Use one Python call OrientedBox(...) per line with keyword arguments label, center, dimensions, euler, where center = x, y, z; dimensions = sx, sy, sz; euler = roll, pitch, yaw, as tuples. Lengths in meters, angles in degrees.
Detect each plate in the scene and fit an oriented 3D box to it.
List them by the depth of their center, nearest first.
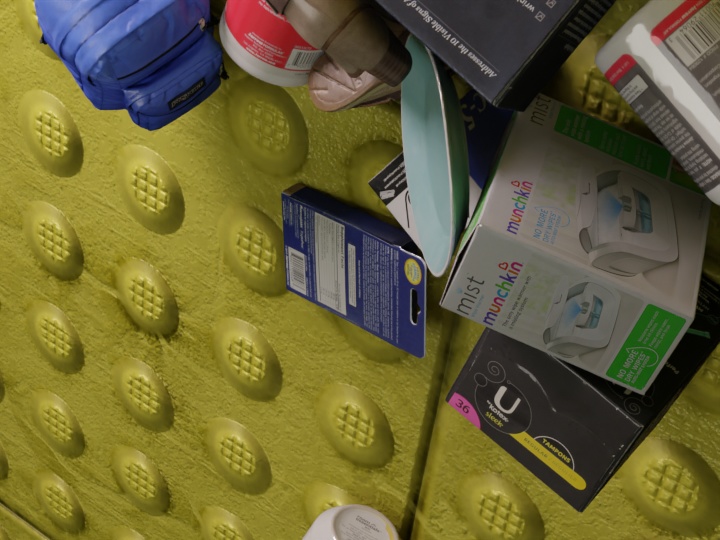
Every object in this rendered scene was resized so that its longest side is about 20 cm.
OrientedBox(label="plate", center=(0.063, -0.095, 1.136), dimensions=(0.200, 0.025, 0.202), euler=(173, 90, -82))

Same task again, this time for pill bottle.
OrientedBox(label="pill bottle", center=(0.279, -0.120, 1.041), dimensions=(0.200, 0.111, 0.111), euler=(50, 137, 3))
OrientedBox(label="pill bottle", center=(-0.046, -0.270, 1.236), dimensions=(0.112, 0.112, 0.200), euler=(42, 136, 11))

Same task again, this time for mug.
OrientedBox(label="mug", center=(-0.003, 0.352, 1.609), dimensions=(0.150, 0.185, 0.154), euler=(60, 139, 43))

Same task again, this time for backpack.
OrientedBox(label="backpack", center=(-0.207, -0.235, 1.320), dimensions=(0.168, 0.162, 0.200), euler=(48, 171, 3))

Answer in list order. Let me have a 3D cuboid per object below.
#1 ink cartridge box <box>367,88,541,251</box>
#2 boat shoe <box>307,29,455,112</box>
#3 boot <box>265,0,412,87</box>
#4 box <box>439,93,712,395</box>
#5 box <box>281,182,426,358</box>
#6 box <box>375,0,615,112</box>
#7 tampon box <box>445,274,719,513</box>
OrientedBox(label="ink cartridge box", center=(0.098, -0.100, 1.270), dimensions=(0.094, 0.044, 0.200), euler=(50, 137, 0))
OrientedBox(label="boat shoe", center=(0.050, -0.192, 1.241), dimensions=(0.199, 0.072, 0.073), euler=(-25, 74, 27))
OrientedBox(label="boot", center=(-0.031, -0.218, 1.115), dimensions=(0.146, 0.200, 0.070), euler=(37, 98, -22))
OrientedBox(label="box", center=(0.175, -0.027, 1.104), dimensions=(0.175, 0.201, 0.097), euler=(24, 132, 1))
OrientedBox(label="box", center=(0.000, 0.000, 1.415), dimensions=(0.199, 0.032, 0.122), euler=(27, 132, 36))
OrientedBox(label="box", center=(0.103, -0.259, 1.050), dimensions=(0.200, 0.124, 0.197), euler=(43, 104, 11))
OrientedBox(label="tampon box", center=(0.199, 0.072, 1.180), dimensions=(0.150, 0.200, 0.127), euler=(39, 135, 15))
